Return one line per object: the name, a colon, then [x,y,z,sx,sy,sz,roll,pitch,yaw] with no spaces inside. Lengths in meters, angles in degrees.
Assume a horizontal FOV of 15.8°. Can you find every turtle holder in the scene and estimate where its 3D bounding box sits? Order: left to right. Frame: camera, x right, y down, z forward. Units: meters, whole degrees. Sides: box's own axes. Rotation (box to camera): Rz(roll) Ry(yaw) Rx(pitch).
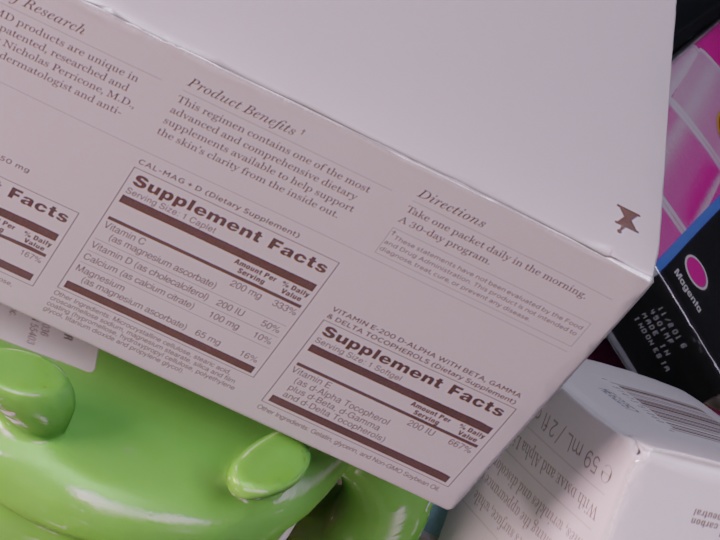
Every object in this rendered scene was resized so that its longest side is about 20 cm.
turtle holder: [-0.070,0.041,0.773,0.185,0.132,0.141,-3,55,-37]

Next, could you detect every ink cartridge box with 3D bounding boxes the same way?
ink cartridge box: [0.126,-0.030,0.919,0.095,0.037,0.200,57,32,-5]

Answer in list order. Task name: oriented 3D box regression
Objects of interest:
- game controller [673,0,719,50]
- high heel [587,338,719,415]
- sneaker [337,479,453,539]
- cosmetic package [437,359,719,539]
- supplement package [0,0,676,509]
game controller: [0.087,-0.096,0.926,0.200,0.104,0.042,-35,114,-33]
high heel: [0.080,0.062,0.890,0.096,0.067,0.200,-19,69,-36]
sneaker: [0.000,0.000,0.827,0.074,0.082,0.201,-26,74,-6]
cosmetic package: [0.058,0.134,0.778,0.074,0.102,0.201,16,100,-23]
supplement package: [-0.026,-0.059,0.710,0.199,0.111,0.156,26,43,-14]
